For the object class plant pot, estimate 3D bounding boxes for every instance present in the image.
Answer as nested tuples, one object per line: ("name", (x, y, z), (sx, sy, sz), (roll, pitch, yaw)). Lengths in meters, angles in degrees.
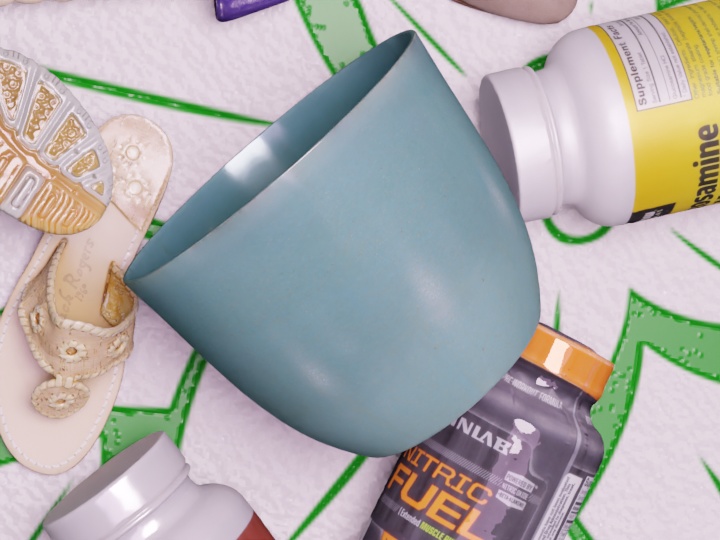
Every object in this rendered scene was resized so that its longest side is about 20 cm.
("plant pot", (0.000, 0.000, 0.888), (0.200, 0.201, 0.161), (-40, 102, -3))

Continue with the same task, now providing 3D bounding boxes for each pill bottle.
("pill bottle", (-0.084, 0.194, 0.929), (0.112, 0.112, 0.201), (-36, 97, -3))
("pill bottle", (0.070, 0.125, 0.947), (0.105, 0.106, 0.202), (26, 90, -8))
("pill bottle", (0.172, -0.089, 0.941), (0.198, 0.112, 0.114), (-13, 95, -5))

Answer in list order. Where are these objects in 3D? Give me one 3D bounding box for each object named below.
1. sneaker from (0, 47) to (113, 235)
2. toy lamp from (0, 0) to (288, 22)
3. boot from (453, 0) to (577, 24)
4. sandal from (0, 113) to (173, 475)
("sneaker", (-0.219, -0.093, 0.907), (0.199, 0.088, 0.076), (38, 80, -10))
("toy lamp", (-0.133, -0.162, 0.928), (0.198, 0.058, 0.059), (-6, 95, -4))
("boot", (0.050, -0.203, 0.901), (0.199, 0.146, 0.071), (32, 88, -8))
("sandal", (-0.157, 0.015, 0.929), (0.077, 0.070, 0.214), (18, 92, -8))
